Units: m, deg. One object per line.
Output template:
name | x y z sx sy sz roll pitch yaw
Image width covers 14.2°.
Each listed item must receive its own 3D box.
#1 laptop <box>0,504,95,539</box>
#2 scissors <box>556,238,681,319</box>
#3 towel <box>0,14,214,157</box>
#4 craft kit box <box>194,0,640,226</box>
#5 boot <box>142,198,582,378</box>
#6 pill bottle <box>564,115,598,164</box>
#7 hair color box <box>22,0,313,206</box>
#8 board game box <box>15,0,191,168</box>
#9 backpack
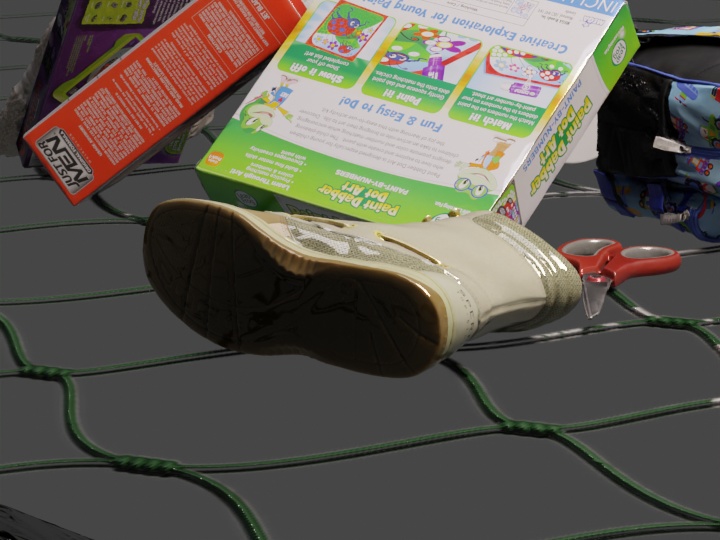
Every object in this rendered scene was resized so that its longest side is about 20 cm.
laptop | -0.134 0.140 0.983 0.199 0.104 0.177 24 0 -29
scissors | 0.129 0.006 1.655 0.073 0.014 0.200 8 14 19
towel | -0.161 -0.136 2.045 0.199 0.133 0.035 -10 55 -44
craft kit box | 0.034 -0.097 1.716 0.199 0.049 0.198 18 58 32
boot | 0.000 0.000 1.520 0.199 0.073 0.154 16 18 33
pill bottle | 0.124 -0.140 2.098 0.115 0.117 0.200 -2 13 -15
hair color box | -0.116 -0.129 1.883 0.200 0.061 0.102 -36 2 18
board game box | -0.154 -0.148 1.951 0.119 0.201 0.032 1 48 -24
backpack | 0.263 -0.087 1.809 0.182 0.135 0.200 -6 13 -33
